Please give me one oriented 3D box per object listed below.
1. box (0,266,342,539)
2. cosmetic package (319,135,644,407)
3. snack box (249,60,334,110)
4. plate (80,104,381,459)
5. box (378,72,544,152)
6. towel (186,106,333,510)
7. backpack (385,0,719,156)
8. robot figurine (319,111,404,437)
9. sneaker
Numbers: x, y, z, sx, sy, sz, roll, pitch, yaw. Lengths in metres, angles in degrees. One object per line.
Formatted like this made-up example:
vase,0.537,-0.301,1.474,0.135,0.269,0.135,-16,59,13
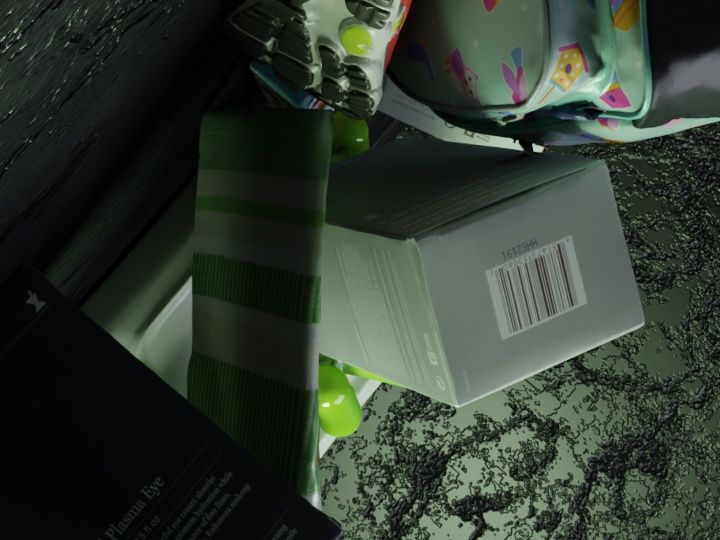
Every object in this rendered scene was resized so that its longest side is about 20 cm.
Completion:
box,-0.143,0.137,0.791,0.200,0.182,0.104,-49,180,-37
cosmetic package,0.034,-0.006,0.885,0.106,0.091,0.200,-23,-162,-22
snack box,-0.008,-0.136,1.054,0.116,0.037,0.200,-50,179,0
plate,-0.058,0.038,1.122,0.200,0.200,0.032,-51,-147,-14
box,0.096,-0.176,1.015,0.125,0.097,0.201,-65,178,-58
towel,-0.048,0.023,0.899,0.152,0.023,0.202,-168,-100,-65
backpack,0.085,-0.141,0.835,0.152,0.177,0.200,-8,-176,-21
robot figurine,0.000,0.000,1.044,0.115,0.199,0.177,-27,-126,56
sneaker,-0.001,-0.126,0.775,0.085,0.077,0.200,-59,-176,-18
